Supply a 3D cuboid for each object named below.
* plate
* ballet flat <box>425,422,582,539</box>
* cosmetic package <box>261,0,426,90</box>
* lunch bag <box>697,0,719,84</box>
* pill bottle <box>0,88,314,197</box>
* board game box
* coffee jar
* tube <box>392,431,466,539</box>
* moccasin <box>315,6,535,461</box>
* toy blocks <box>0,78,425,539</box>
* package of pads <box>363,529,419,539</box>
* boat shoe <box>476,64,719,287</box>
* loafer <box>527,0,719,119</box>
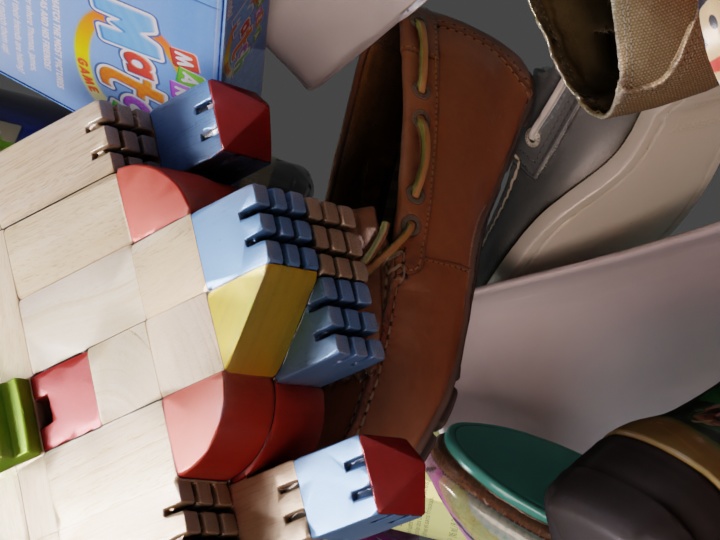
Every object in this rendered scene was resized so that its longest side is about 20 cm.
[{"bbox_3d":[0.130,0.063,0.901,0.199,0.032,0.201,-16,121,-2],"label":"plate"},{"bbox_3d":[0.104,0.111,0.869,0.199,0.069,0.071,14,121,-23],"label":"ballet flat"},{"bbox_3d":[-0.041,-0.172,0.778,0.113,0.081,0.200,-36,112,25],"label":"cosmetic package"},{"bbox_3d":[0.175,-0.046,0.711,0.082,0.177,0.200,-16,125,36],"label":"lunch bag"},{"bbox_3d":[-0.124,-0.008,0.869,0.199,0.112,0.112,14,122,-2],"label":"pill bottle"},{"bbox_3d":[-0.122,-0.121,0.774,0.199,0.037,0.151,29,152,10],"label":"board game box"},{"bbox_3d":[0.156,0.073,0.801,0.200,0.085,0.105,-30,120,-25],"label":"coffee jar"},{"bbox_3d":[-0.039,0.067,0.943,0.199,0.052,0.058,13,94,4],"label":"tube"},{"bbox_3d":[0.001,0.000,0.798,0.078,0.202,0.074,28,161,-25],"label":"moccasin"},{"bbox_3d":[-0.056,0.021,0.735,0.136,0.201,0.100,-25,159,31],"label":"toy blocks"},{"bbox_3d":[-0.045,0.199,0.980,0.075,0.121,0.200,22,122,-6],"label":"package of pads"},{"bbox_3d":[0.093,-0.058,0.852,0.073,0.062,0.200,-7,144,-38],"label":"boat shoe"},{"bbox_3d":[0.056,-0.129,0.710,0.067,0.076,0.200,-42,106,-20],"label":"loafer"}]
